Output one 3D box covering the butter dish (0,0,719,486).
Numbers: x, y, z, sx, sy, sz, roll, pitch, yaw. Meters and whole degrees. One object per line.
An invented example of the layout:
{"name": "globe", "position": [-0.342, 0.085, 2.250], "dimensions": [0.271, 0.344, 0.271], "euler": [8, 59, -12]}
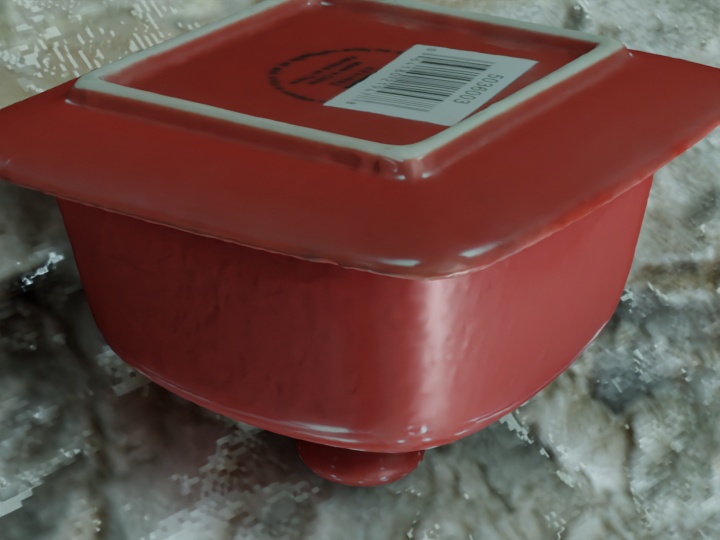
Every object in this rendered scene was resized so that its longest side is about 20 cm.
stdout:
{"name": "butter dish", "position": [0.000, 0.000, 0.769], "dimensions": [0.199, 0.148, 0.200], "euler": [14, 27, 32]}
